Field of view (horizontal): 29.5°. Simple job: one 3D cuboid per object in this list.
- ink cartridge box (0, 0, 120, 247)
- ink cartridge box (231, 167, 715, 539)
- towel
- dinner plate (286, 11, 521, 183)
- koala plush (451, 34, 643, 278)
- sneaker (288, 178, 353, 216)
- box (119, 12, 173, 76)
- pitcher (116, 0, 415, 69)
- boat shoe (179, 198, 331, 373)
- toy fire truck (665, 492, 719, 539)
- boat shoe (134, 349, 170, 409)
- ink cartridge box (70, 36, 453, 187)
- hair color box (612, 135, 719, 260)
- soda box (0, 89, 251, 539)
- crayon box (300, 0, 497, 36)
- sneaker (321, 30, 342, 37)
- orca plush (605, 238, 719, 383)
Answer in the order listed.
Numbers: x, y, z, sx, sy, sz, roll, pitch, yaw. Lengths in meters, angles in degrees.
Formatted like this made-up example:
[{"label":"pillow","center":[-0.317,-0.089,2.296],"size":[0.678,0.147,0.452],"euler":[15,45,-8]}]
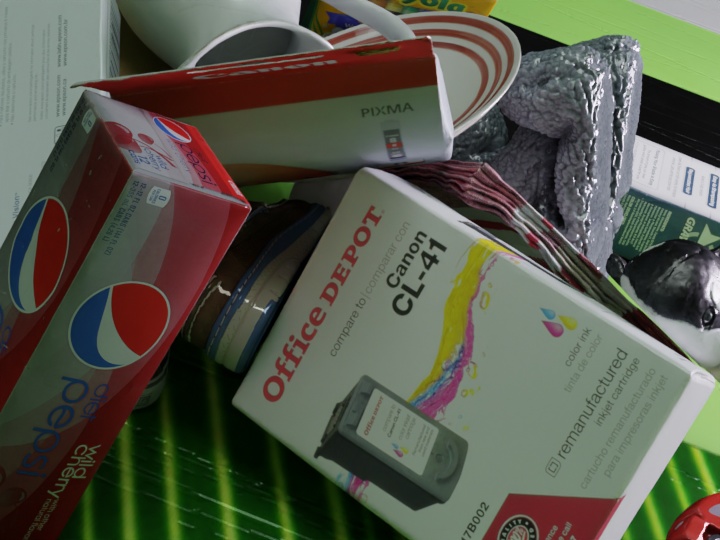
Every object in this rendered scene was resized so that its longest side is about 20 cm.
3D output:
[{"label":"ink cartridge box","center":[-0.231,-0.063,0.754],"size":[0.197,0.041,0.202],"euler":[-7,59,2]},{"label":"ink cartridge box","center":[0.055,0.062,0.695],"size":[0.199,0.149,0.085],"euler":[32,7,21]},{"label":"towel","center":[0.105,0.004,0.813],"size":[0.200,0.023,0.144],"euler":[41,-7,-19]},{"label":"dinner plate","center":[0.005,-0.105,0.853],"size":[0.197,0.024,0.201],"euler":[-14,34,9]},{"label":"koala plush","center":[0.079,-0.072,0.949],"size":[0.197,0.187,0.177],"euler":[8,14,20]},{"label":"sneaker","center":[0.000,0.000,0.845],"size":[0.084,0.074,0.200],"euler":[-16,42,-34]},{"label":"box","center":[-0.195,-0.168,0.911],"size":[0.162,0.021,0.200],"euler":[-9,41,-37]},{"label":"pitcher","center":[-0.066,-0.173,0.854],"size":[0.169,0.122,0.201],"euler":[-6,47,-23]},{"label":"boat shoe","center":[-0.067,-0.011,0.772],"size":[0.072,0.073,0.200],"euler":[30,15,-2]},{"label":"toy fire truck","center":[0.268,0.174,0.747],"size":[0.198,0.049,0.141],"euler":[29,32,16]},{"label":"boat shoe","center":[-0.143,-0.009,0.787],"size":[0.069,0.067,0.201],"euler":[7,34,-19]},{"label":"ink cartridge box","center":[-0.035,-0.070,0.667],"size":[0.160,0.051,0.200],"euler":[-7,3,5]},{"label":"hair color box","center":[0.230,-0.049,1.058],"size":[0.198,0.061,0.100],"euler":[22,32,6]},{"label":"soda box","center":[-0.130,0.028,0.604],"size":[0.063,0.201,0.070],"euler":[15,27,-41]},{"label":"crayon box","center":[0.030,-0.210,1.072],"size":[0.124,0.200,0.052],"euler":[12,65,-11]},{"label":"sneaker","center":[-0.024,-0.157,1.068],"size":[0.197,0.081,0.071],"euler":[14,33,-7]},{"label":"orca plush","center":[0.202,0.019,0.743],"size":[0.200,0.071,0.105],"euler":[37,11,-45]}]
